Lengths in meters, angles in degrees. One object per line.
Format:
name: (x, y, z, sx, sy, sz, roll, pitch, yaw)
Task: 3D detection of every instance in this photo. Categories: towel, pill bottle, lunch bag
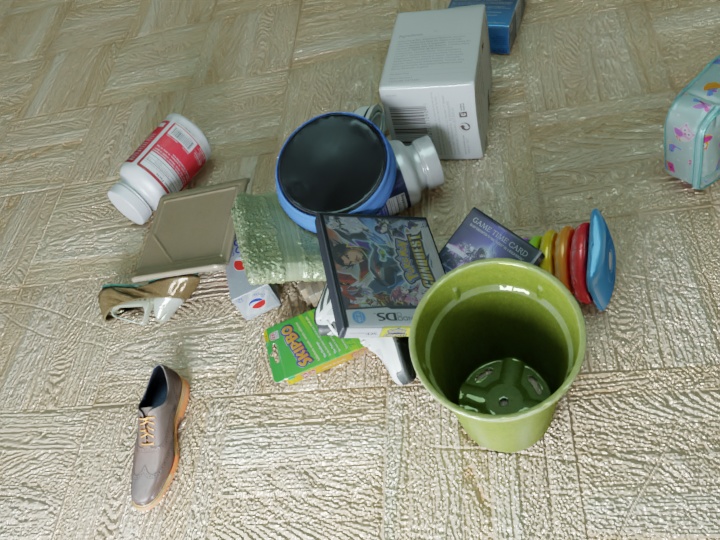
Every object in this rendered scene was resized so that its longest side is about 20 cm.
towel: (-0.124, -0.056, 1.012, 0.143, 0.037, 0.203, -3, 44, -16)
pill bottle: (0.035, -0.146, 1.072, 0.195, 0.112, 0.113, -22, 51, 1)
lunch bag: (0.533, -0.227, 0.945, 0.199, 0.162, 0.077, -41, 48, -7)
pill bottle: (-0.384, -0.192, 1.240, 0.110, 0.113, 0.202, 21, 64, 29)

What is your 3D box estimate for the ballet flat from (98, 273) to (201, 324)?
ballet flat: (-0.356, 0.053, 1.094, 0.193, 0.068, 0.075, -8, 73, 12)

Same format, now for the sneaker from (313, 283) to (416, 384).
sneaker: (0.002, 0.089, 0.926, 0.114, 0.076, 0.204, -31, 57, 13)

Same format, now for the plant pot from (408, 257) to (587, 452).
plant pot: (0.171, 0.123, 0.790, 0.194, 0.186, 0.205, -9, 53, 12)

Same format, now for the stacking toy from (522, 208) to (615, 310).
stacking toy: (0.255, -0.010, 0.924, 0.195, 0.109, 0.120, -2, 67, 31)

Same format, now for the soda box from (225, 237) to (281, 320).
soda box: (-0.190, -0.022, 1.087, 0.067, 0.064, 0.203, -23, 52, 3)

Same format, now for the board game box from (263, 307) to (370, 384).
board game box: (-0.047, 0.097, 0.979, 0.194, 0.030, 0.097, -20, 54, -1)

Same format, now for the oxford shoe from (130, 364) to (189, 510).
oxford shoe: (-0.301, 0.235, 0.932, 0.069, 0.074, 0.205, -8, 54, 11)

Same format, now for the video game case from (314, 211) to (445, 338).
video game case: (0.036, 0.002, 0.907, 0.175, 0.026, 0.204, 1, 51, -20)

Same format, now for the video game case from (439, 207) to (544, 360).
video game case: (0.149, 0.023, 0.924, 0.202, 0.019, 0.143, -52, 46, 2)

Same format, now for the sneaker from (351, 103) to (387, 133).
sneaker: (-0.024, -0.219, 1.180, 0.079, 0.077, 0.202, 9, 53, 36)

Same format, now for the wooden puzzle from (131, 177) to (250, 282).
wooden puzzle: (-0.280, -0.066, 1.095, 0.179, 0.038, 0.205, -8, 50, 20)

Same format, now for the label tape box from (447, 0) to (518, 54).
label tape box: (0.255, -0.528, 1.309, 0.139, 0.067, 0.204, 10, 56, 23)

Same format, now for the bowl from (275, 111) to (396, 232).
bowl: (-0.042, -0.157, 1.010, 0.193, 0.040, 0.207, -4, 66, 10)

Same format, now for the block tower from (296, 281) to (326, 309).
block tower: (0.000, 0.000, 1.017, 0.195, 0.058, 0.055, -26, 51, 1)

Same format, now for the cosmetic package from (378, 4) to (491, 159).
cosmetic package: (0.139, -0.325, 1.134, 0.160, 0.166, 0.205, 2, 57, 18)
